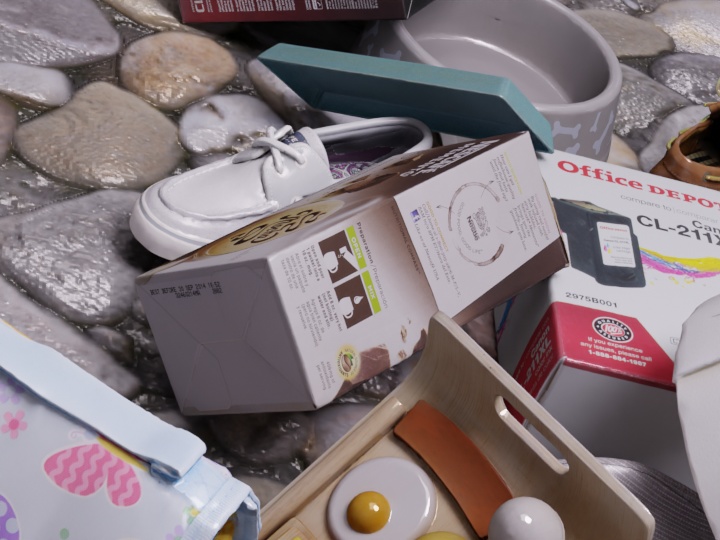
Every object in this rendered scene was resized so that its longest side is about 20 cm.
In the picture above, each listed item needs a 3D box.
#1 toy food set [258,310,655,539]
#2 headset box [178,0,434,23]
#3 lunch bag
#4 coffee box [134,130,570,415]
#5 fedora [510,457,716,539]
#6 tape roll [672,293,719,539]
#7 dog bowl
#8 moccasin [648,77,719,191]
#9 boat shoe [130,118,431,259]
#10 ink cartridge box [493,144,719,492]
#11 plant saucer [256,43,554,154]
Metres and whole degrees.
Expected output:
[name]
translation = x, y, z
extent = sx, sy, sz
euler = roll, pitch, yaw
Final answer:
[toy food set]
translation = 0.008, 0.129, 0.722
extent = 0.200, 0.061, 0.143
euler = -40, 61, -11
[headset box]
translation = -0.028, -0.227, 1.159
extent = 0.198, 0.076, 0.149
euler = 4, 27, 29
[lunch bag]
translation = -0.132, 0.105, 0.630
extent = 0.169, 0.201, 0.127
euler = 28, 37, 10
[coffee box]
translation = 0.000, 0.000, 0.877
extent = 0.199, 0.080, 0.113
euler = -27, 13, -40
[fedora]
translation = 0.113, 0.149, 0.790
extent = 0.199, 0.091, 0.177
euler = 27, 36, 7
[tape roll]
translation = 0.234, 0.092, 0.810
extent = 0.202, 0.071, 0.204
euler = 32, 45, -38
[dog bowl]
translation = 0.092, -0.141, 1.179
extent = 0.198, 0.059, 0.201
euler = 14, 36, -11
[moccasin]
translation = 0.263, -0.089, 1.181
extent = 0.201, 0.078, 0.074
euler = -21, 53, -43
[boat shoe]
translation = -0.039, -0.052, 0.976
extent = 0.199, 0.069, 0.072
euler = -7, 44, -33
[ink cartridge box]
translation = 0.157, 0.028, 0.974
extent = 0.144, 0.083, 0.201
euler = 13, 38, -10
[plant saucer]
translation = 0.027, -0.109, 1.036
extent = 0.199, 0.019, 0.070
euler = 14, -16, 40
